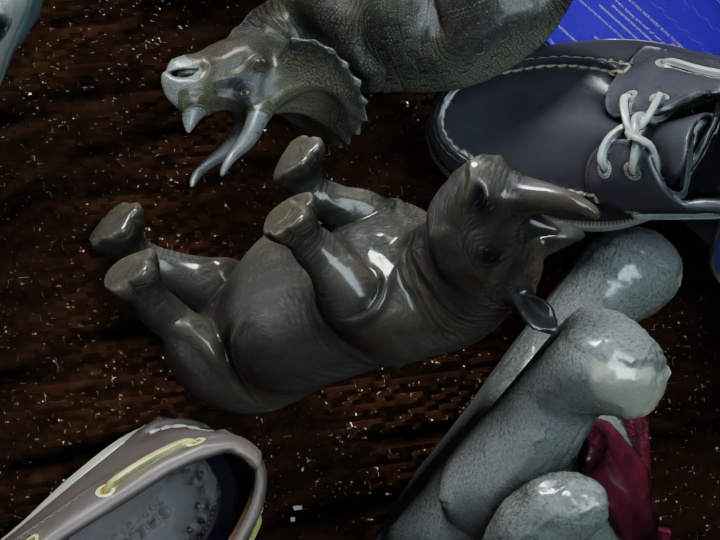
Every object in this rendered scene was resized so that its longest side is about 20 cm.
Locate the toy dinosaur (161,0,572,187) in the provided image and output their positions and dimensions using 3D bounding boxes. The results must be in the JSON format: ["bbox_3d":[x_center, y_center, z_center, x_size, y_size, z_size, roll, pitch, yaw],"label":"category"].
[{"bbox_3d":[0.025,-0.102,0.938,0.200,0.077,0.102,-16,84,7],"label":"toy dinosaur"}]

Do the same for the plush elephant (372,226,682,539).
[{"bbox_3d":[0.091,0.109,0.919,0.155,0.165,0.200,37,100,-1],"label":"plush elephant"}]

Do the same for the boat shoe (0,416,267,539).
[{"bbox_3d":[-0.110,0.126,0.881,0.200,0.060,0.072,-43,101,-21],"label":"boat shoe"}]

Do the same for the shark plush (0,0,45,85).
[{"bbox_3d":[-0.148,-0.070,0.882,0.091,0.083,0.200,19,68,14],"label":"shark plush"}]

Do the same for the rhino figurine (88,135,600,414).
[{"bbox_3d":[0.000,0.000,0.878,0.087,0.200,0.060,48,45,-29],"label":"rhino figurine"}]

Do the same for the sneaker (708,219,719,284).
[{"bbox_3d":[0.168,-0.037,0.962,0.090,0.075,0.200,-15,90,-28],"label":"sneaker"}]

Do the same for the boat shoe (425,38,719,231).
[{"bbox_3d":[0.113,-0.051,0.917,0.200,0.063,0.073,8,80,19],"label":"boat shoe"}]

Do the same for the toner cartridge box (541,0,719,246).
[{"bbox_3d":[0.137,-0.075,1.017,0.200,0.043,0.095,41,72,-14],"label":"toner cartridge box"}]
